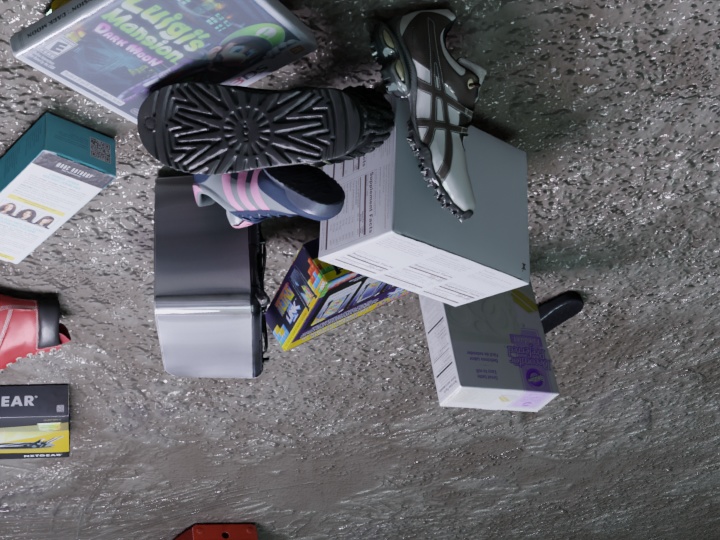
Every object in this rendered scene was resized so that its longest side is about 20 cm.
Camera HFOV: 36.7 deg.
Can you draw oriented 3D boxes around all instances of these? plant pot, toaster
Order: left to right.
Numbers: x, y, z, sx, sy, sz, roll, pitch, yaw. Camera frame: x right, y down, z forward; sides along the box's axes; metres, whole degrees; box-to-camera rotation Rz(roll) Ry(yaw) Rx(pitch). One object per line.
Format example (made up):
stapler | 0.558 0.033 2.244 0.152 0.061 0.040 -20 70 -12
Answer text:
toaster | -0.160 0.004 1.186 0.118 0.181 0.200 -3 150 -7
plant pot | -0.287 0.618 2.205 0.200 0.200 0.176 5 136 -21

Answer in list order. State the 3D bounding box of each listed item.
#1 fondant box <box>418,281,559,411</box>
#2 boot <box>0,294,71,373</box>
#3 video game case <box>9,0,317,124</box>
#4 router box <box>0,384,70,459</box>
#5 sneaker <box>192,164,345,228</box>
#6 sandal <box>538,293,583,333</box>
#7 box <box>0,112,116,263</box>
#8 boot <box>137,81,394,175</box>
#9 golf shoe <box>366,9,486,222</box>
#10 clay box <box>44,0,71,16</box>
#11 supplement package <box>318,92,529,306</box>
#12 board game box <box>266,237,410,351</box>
fondant box | 0.156 0.073 1.362 0.144 0.200 0.058 7 147 -25
boot | -0.448 0.115 1.375 0.144 0.072 0.200 7 125 -29
video game case | -0.156 -0.190 0.909 0.182 0.023 0.200 -25 159 17
router box | -0.530 0.226 1.600 0.199 0.052 0.157 0 149 -14
sneaker | -0.093 -0.073 1.067 0.070 0.200 0.082 -9 118 -43
sandal | 0.226 0.082 1.562 0.200 0.045 0.075 -33 150 12
box | -0.343 -0.081 1.128 0.082 0.049 0.200 21 139 -40
boot | -0.081 -0.131 0.992 0.211 0.080 0.158 4 -169 9
golf shoe | 0.082 -0.145 1.005 0.094 0.200 0.078 -22 -170 3
clay box | -0.174 -0.229 0.918 0.115 0.048 0.200 19 139 -41
supplement package | 0.070 -0.070 1.127 0.200 0.156 0.111 19 154 -39
board game box | 0.000 0.000 1.264 0.200 0.057 0.165 -23 161 -33
